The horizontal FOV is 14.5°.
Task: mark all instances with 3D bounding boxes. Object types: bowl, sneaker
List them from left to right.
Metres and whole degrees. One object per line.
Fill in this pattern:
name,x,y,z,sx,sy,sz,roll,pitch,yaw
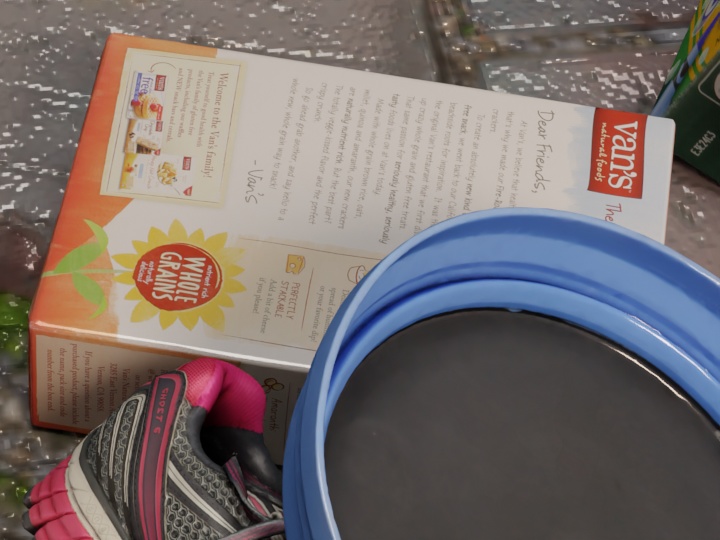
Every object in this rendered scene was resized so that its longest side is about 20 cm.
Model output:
sneaker,-0.025,0.108,0.810,0.075,0.081,0.200,-45,58,11
bowl,0.068,0.077,0.815,0.200,0.039,0.201,16,52,-22

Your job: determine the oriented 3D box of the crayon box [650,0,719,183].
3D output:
crayon box,0.180,-0.135,1.033,0.052,0.126,0.200,32,49,-5

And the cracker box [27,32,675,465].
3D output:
cracker box,0.000,0.000,0.942,0.199,0.058,0.134,9,50,2
